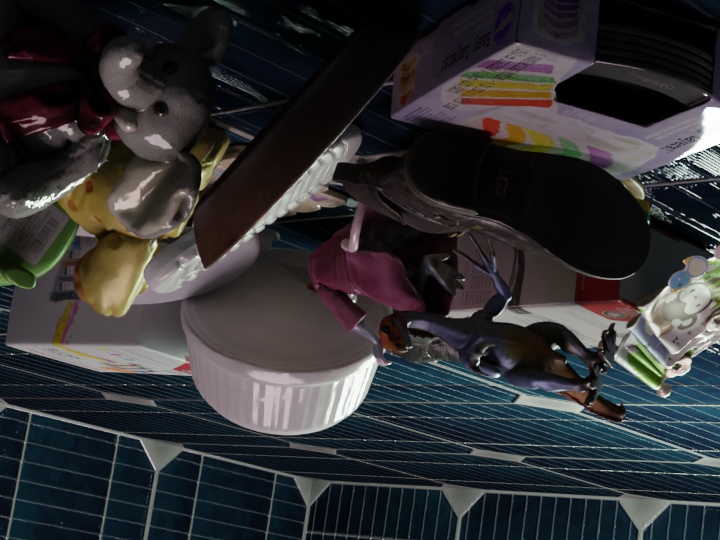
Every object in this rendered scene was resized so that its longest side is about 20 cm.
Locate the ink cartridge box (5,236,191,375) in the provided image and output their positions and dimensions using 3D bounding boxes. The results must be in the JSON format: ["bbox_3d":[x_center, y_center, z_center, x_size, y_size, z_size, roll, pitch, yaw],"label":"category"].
[{"bbox_3d":[-0.235,0.024,1.674,0.199,0.145,0.145,0,165,39],"label":"ink cartridge box"}]

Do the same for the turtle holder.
[{"bbox_3d":[-0.330,-0.064,1.376,0.185,0.142,0.132,5,-174,-21],"label":"turtle holder"}]

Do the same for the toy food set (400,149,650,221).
[{"bbox_3d":[0.120,-0.063,1.272,0.199,0.049,0.198,13,167,-17],"label":"toy food set"}]

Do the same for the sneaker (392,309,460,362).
[{"bbox_3d":[0.081,0.064,1.664,0.199,0.060,0.104,17,164,-11],"label":"sneaker"}]

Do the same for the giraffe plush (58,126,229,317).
[{"bbox_3d":[-0.212,-0.074,1.263,0.162,0.173,0.200,31,177,-1],"label":"giraffe plush"}]

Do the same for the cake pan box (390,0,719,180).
[{"bbox_3d":[0.138,-0.117,1.025,0.183,0.053,0.200,11,168,-21],"label":"cake pan box"}]

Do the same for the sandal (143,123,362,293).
[{"bbox_3d":[-0.084,-0.060,1.228,0.050,0.202,0.082,50,162,8],"label":"sandal"}]

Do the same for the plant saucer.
[{"bbox_3d":[-0.041,-0.085,1.031,0.034,0.200,0.200,42,160,-8],"label":"plant saucer"}]

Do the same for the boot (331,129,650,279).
[{"bbox_3d":[0.089,-0.047,1.158,0.199,0.070,0.174,23,172,-11],"label":"boot"}]

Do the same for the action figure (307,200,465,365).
[{"bbox_3d":[0.000,0.000,1.440,0.148,0.135,0.200,18,162,-32],"label":"action figure"}]

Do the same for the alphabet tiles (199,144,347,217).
[{"bbox_3d":[-0.119,-0.077,1.451,0.195,0.015,0.200,18,165,-35],"label":"alphabet tiles"}]

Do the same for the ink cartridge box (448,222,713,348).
[{"bbox_3d":[0.195,0.013,1.477,0.199,0.083,0.146,-5,161,43],"label":"ink cartridge box"}]

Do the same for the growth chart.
[{"bbox_3d":[0.293,0.028,1.379,0.200,0.018,0.144,-39,140,23],"label":"growth chart"}]

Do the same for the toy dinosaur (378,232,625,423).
[{"bbox_3d":[0.110,0.075,1.348,0.181,0.105,0.201,4,136,24],"label":"toy dinosaur"}]

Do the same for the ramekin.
[{"bbox_3d":[-0.072,0.071,1.570,0.201,0.203,0.095,8,124,1],"label":"ramekin"}]

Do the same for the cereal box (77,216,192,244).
[{"bbox_3d":[-0.275,-0.060,1.527,0.199,0.040,0.144,6,173,31],"label":"cereal box"}]

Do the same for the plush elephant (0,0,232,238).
[{"bbox_3d":[-0.163,-0.109,1.028,0.154,0.166,0.200,-6,161,22],"label":"plush elephant"}]

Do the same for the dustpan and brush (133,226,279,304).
[{"bbox_3d":[-0.129,-0.021,1.532,0.139,0.057,0.200,-36,157,26],"label":"dustpan and brush"}]
